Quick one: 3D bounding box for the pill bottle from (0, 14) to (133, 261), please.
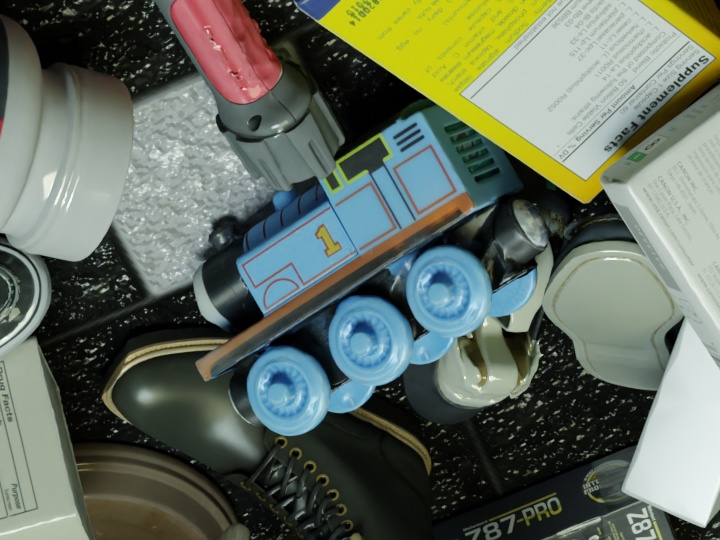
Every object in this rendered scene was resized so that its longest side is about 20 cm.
[{"bbox_3d":[-0.212,-0.070,1.370,0.199,0.120,0.120,13,125,-25],"label":"pill bottle"}]

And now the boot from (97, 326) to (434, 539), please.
[{"bbox_3d":[-0.035,0.112,1.560,0.199,0.139,0.078,17,123,-27],"label":"boot"}]

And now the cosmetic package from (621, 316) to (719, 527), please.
[{"bbox_3d":[0.203,0.015,1.506,0.051,0.151,0.201,22,108,12],"label":"cosmetic package"}]

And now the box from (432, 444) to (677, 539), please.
[{"bbox_3d":[0.119,0.208,1.746,0.160,0.049,0.201,-21,132,5],"label":"box"}]

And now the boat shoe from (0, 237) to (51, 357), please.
[{"bbox_3d":[-0.251,0.023,1.459,0.198,0.068,0.074,-6,88,-3],"label":"boat shoe"}]

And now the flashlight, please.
[{"bbox_3d":[-0.067,-0.120,1.397,0.068,0.068,0.200,-11,132,25],"label":"flashlight"}]

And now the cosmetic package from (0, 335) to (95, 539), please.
[{"bbox_3d":[-0.244,0.117,1.517,0.199,0.104,0.087,-14,160,-2],"label":"cosmetic package"}]

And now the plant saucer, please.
[{"bbox_3d":[-0.160,0.177,1.656,0.199,0.030,0.201,-9,131,-10],"label":"plant saucer"}]

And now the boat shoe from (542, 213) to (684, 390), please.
[{"bbox_3d":[0.137,0.005,1.494,0.074,0.062,0.200,5,162,17],"label":"boat shoe"}]

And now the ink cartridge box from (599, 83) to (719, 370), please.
[{"bbox_3d":[0.235,-0.035,1.396,0.200,0.050,0.161,-36,104,-8],"label":"ink cartridge box"}]

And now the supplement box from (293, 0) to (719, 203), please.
[{"bbox_3d":[0.065,-0.141,1.392,0.200,0.110,0.109,32,116,-34],"label":"supplement box"}]

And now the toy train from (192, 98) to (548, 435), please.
[{"bbox_3d":[0.000,0.000,1.494,0.199,0.115,0.087,-32,174,27],"label":"toy train"}]

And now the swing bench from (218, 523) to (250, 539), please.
[{"bbox_3d":[0.003,0.257,1.482,0.199,0.200,0.130,11,142,-7],"label":"swing bench"}]

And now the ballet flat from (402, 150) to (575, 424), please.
[{"bbox_3d":[0.069,0.021,1.559,0.073,0.073,0.201,4,129,-18],"label":"ballet flat"}]
